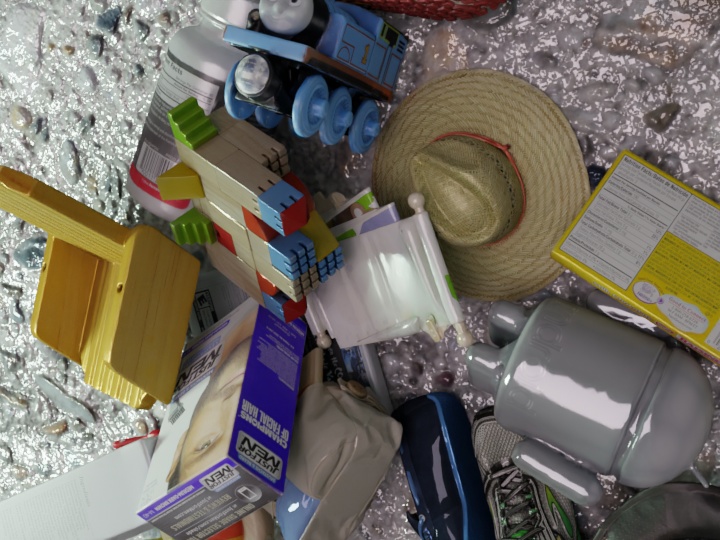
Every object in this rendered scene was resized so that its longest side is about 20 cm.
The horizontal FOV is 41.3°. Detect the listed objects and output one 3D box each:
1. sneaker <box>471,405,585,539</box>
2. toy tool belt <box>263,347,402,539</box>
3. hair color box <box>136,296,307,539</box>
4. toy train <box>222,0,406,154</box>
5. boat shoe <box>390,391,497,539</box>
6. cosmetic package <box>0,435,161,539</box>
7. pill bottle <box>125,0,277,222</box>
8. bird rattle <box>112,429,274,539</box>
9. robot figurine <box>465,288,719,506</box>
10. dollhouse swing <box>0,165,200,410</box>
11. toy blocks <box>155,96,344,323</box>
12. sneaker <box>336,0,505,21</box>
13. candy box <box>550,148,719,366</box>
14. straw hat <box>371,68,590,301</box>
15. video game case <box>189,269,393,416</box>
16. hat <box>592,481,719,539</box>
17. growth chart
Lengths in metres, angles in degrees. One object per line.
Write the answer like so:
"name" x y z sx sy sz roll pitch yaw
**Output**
"sneaker" 0.145 0.205 0.794 0.078 0.085 0.200 -23 89 27
"toy tool belt" -0.052 0.179 0.851 0.123 0.125 0.200 46 118 42
"hair color box" -0.112 0.119 0.807 0.109 0.200 0.065 -35 120 26
"toy train" -0.034 -0.160 0.747 0.087 0.200 0.114 17 96 21
"boat shoe" 0.075 0.209 0.835 0.069 0.084 0.200 -18 72 29
"cosmetic package" -0.232 0.212 0.861 0.200 0.102 0.074 -24 78 22
"pill bottle" -0.124 -0.144 0.835 0.111 0.111 0.200 30 111 17
"bird rattle" -0.153 0.234 0.937 0.163 0.113 0.200 8 91 25
"robot figurine" 0.182 0.094 0.739 0.200 0.113 0.170 23 74 19
"dollhouse swing" -0.272 0.015 0.849 0.200 0.176 0.182 10 87 51
"toy blocks" -0.074 -0.034 0.771 0.137 0.100 0.200 36 151 30
"sneaker" 0.027 -0.248 0.760 0.200 0.078 0.082 18 101 25
"candy box" 0.254 0.002 0.714 0.200 0.026 0.102 35 80 15
"straw hat" 0.083 -0.063 0.769 0.201 0.085 0.201 5 103 24
"video game case" -0.070 0.084 0.904 0.182 0.023 0.200 -15 93 27
"hat" 0.280 0.253 0.746 0.200 0.081 0.201 2 94 29
"growth chart" 0.000 0.000 0.798 0.200 0.018 0.145 -9 99 48
